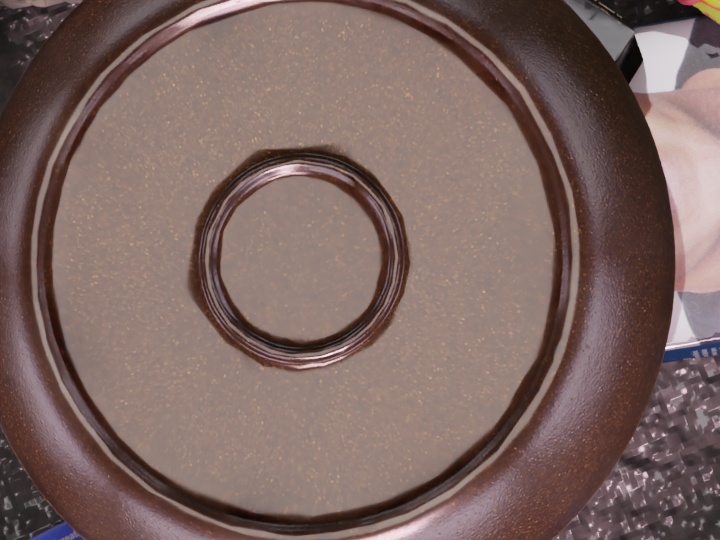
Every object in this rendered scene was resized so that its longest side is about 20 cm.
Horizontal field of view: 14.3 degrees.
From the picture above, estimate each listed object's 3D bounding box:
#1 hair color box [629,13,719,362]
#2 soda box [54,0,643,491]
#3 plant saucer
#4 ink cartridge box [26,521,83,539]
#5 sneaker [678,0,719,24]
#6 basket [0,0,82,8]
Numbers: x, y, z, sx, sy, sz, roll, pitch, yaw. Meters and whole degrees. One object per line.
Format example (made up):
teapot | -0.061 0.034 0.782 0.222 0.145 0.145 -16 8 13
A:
hair color box | 0.096 -0.023 0.874 0.199 0.061 0.101 -10 85 8
soda box | 0.000 0.000 0.824 0.071 0.063 0.201 34 92 8
plant saucer | -0.014 -0.002 0.779 0.199 0.032 0.202 0 87 7
ink cartridge box | -0.023 0.152 0.863 0.119 0.042 0.201 -24 80 -31
sneaker | 0.092 -0.108 0.824 0.199 0.078 0.091 1 110 25
basket | -0.112 -0.152 0.844 0.123 0.200 0.136 -7 85 13
